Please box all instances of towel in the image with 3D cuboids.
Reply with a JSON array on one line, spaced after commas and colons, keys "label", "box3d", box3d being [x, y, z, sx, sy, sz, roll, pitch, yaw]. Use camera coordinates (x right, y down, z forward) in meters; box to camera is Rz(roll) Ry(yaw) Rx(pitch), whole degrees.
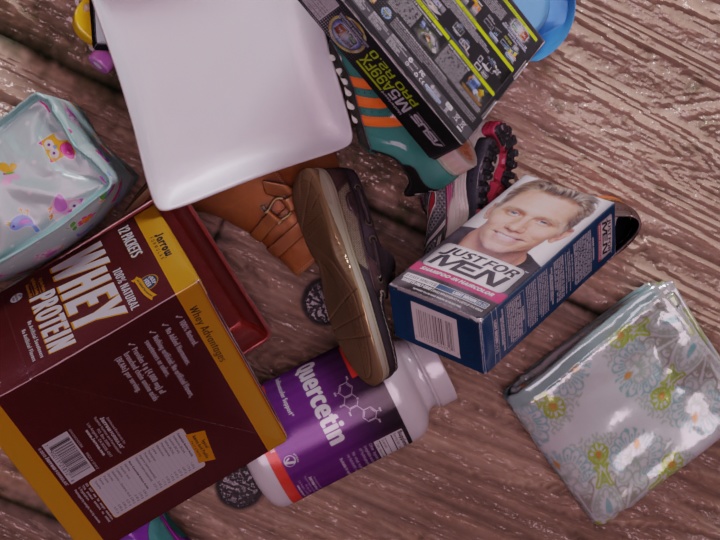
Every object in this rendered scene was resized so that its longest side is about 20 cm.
[{"label": "towel", "box3d": [0.264, 0.128, 1.259, 0.200, 0.048, 0.171, -36, 99, 0]}]

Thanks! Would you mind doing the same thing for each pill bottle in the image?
[{"label": "pill bottle", "box3d": [-0.016, 0.129, 1.197, 0.200, 0.112, 0.113, -27, 100, -2]}]

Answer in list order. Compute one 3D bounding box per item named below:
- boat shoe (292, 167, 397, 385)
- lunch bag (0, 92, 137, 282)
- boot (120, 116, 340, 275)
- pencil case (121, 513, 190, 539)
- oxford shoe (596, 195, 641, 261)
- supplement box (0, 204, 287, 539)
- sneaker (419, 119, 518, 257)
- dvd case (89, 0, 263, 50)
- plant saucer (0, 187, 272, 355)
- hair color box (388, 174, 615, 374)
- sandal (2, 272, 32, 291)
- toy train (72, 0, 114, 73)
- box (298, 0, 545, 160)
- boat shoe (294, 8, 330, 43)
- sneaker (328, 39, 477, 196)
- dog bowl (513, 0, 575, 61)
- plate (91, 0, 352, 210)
[{"label": "boat shoe", "box3d": [0.000, 0.000, 1.139, 0.065, 0.072, 0.201, -15, 80, -29]}, {"label": "lunch bag", "box3d": [-0.307, -0.054, 1.111, 0.200, 0.170, 0.122, -38, 94, 2]}, {"label": "boot", "box3d": [-0.106, -0.057, 1.189, 0.200, 0.077, 0.155, -37, 104, -7]}, {"label": "pencil case", "box3d": [-0.194, 0.265, 1.213, 0.092, 0.085, 0.200, -32, 101, 16]}, {"label": "oxford shoe", "box3d": [0.173, -0.008, 1.216, 0.200, 0.073, 0.071, -33, 101, 0]}, {"label": "supplement box", "box3d": [-0.202, 0.093, 1.092, 0.200, 0.133, 0.198, -30, 128, -7]}, {"label": "sneaker", "box3d": [0.086, -0.043, 1.197, 0.075, 0.081, 0.201, 13, 83, 34]}, {"label": "dvd case", "box3d": [-0.166, -0.294, 1.129, 0.150, 0.025, 0.201, -4, 86, -19]}, {"label": "plant saucer", "box3d": [-0.208, 0.040, 1.163, 0.200, 0.037, 0.200, -32, 129, -4]}, {"label": "hair color box", "box3d": [0.126, -0.002, 1.113, 0.200, 0.100, 0.061, -38, 134, -35]}, {"label": "sandal", "box3d": [-0.262, 0.031, 1.189, 0.202, 0.050, 0.083, -22, 100, -2]}, {"label": "toy train", "box3d": [-0.197, -0.252, 1.157, 0.150, 0.056, 0.200, -28, 94, -20]}, {"label": "box", "box3d": [0.050, -0.219, 1.089, 0.200, 0.044, 0.160, 48, 54, -15]}, {"label": "boat shoe", "box3d": [0.019, -0.285, 1.177, 0.200, 0.057, 0.067, -41, 64, -3]}, {"label": "sneaker", "box3d": [0.014, -0.151, 1.134, 0.080, 0.071, 0.200, -33, 100, 25]}, {"label": "dog bowl", "box3d": [0.100, -0.223, 1.190, 0.200, 0.050, 0.112, -31, 100, -1]}, {"label": "plate", "box3d": [-0.118, -0.174, 1.103, 0.200, 0.032, 0.200, -22, 105, -26]}]
